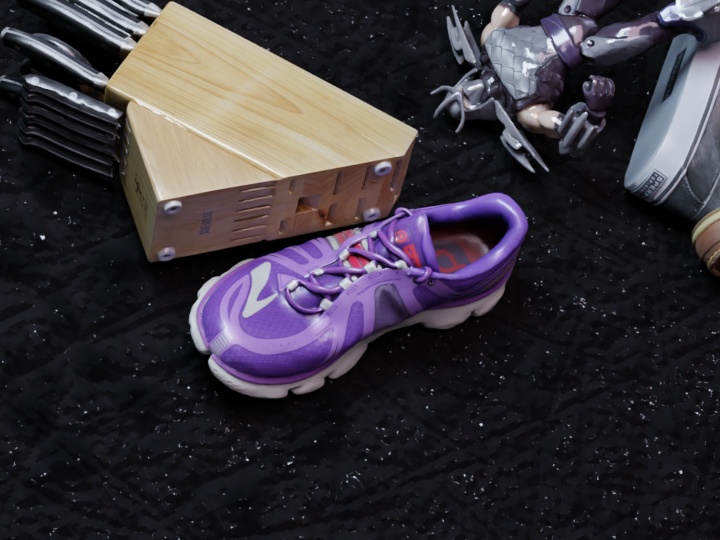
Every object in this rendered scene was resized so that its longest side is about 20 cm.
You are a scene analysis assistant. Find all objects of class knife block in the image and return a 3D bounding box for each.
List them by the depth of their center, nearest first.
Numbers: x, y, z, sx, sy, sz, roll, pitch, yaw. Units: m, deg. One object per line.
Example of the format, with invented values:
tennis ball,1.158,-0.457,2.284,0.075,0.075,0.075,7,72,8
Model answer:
knife block,-0.089,-0.099,1.561,0.199,0.064,0.176,-11,62,-16

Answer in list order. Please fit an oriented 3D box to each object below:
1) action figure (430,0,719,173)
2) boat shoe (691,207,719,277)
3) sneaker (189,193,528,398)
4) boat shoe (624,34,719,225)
action figure,0.127,-0.137,1.635,0.200,0.069,0.130,-29,73,5
boat shoe,0.285,-0.007,1.652,0.200,0.072,0.068,2,61,-21
sneaker,0.000,0.000,1.542,0.200,0.083,0.081,-23,72,-27
boat shoe,0.218,-0.115,1.686,0.068,0.074,0.200,29,60,-11
